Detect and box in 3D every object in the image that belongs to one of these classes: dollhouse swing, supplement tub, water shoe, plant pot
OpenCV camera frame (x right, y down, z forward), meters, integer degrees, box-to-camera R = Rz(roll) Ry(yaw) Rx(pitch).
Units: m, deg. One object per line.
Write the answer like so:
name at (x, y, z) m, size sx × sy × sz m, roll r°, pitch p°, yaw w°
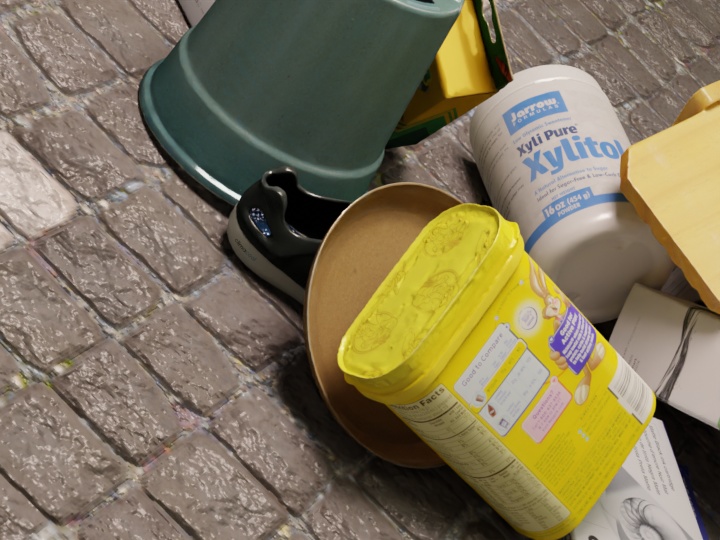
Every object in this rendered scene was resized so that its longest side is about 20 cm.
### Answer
dollhouse swing at (0.299, -0.030, 1.651) m, size 0.176 × 0.182 × 0.200 m, roll -31°, pitch 76°, yaw -18°
supplement tub at (0.178, -0.065, 1.694) m, size 0.132 × 0.132 × 0.200 m, roll 19°, pitch 36°, yaw -35°
water shoe at (0.000, 0.000, 1.431) m, size 0.200 × 0.079 × 0.072 m, roll 29°, pitch 43°, yaw -12°
plant pot at (0.033, 0.039, 1.395) m, size 0.200 × 0.027 × 0.200 m, roll 7°, pitch 79°, yaw -40°
plant pot at (-0.033, -0.167, 1.494) m, size 0.200 × 0.196 × 0.200 m, roll 26°, pitch 30°, yaw -17°

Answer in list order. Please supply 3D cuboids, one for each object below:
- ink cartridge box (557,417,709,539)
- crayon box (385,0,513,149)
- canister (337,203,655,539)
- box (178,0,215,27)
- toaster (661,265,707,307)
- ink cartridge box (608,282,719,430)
ink cartridge box at (0.208, 0.179, 1.493) m, size 0.200 × 0.041 × 0.200 m, roll 24°, pitch 34°, yaw -29°
crayon box at (0.048, -0.182, 1.594) m, size 0.051 × 0.200 × 0.127 m, roll -10°, pitch 82°, yaw -24°
canister at (0.098, 0.074, 1.361) m, size 0.200 × 0.149 × 0.087 m, roll 46°, pitch -17°, yaw -29°
box at (-0.075, -0.234, 1.708) m, size 0.200 × 0.041 × 0.156 m, roll 10°, pitch 42°, yaw -42°
toaster at (0.358, 0.028, 1.807) m, size 0.200 × 0.114 × 0.129 m, roll 44°, pitch 33°, yaw -4°
ink cartridge box at (0.313, 0.089, 1.604) m, size 0.146 × 0.084 × 0.200 m, roll 19°, pitch 5°, yaw -36°
